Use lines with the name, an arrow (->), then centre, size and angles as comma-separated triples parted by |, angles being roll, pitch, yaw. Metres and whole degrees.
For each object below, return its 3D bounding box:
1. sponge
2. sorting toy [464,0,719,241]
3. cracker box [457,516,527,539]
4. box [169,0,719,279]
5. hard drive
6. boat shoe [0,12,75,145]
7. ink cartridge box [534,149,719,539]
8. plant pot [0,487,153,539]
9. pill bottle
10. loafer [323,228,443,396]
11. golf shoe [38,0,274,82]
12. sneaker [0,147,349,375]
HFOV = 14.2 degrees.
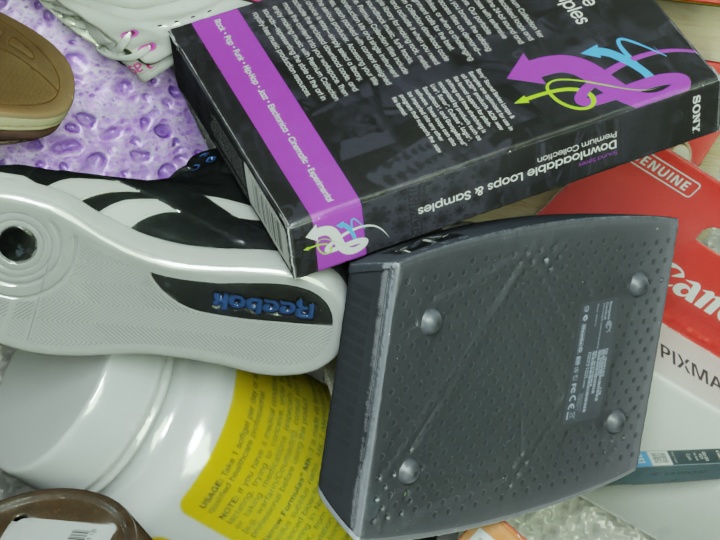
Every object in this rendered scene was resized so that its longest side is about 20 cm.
sponge -> -0.139, -0.076, 1.310 | 0.111, 0.030, 0.201 | -28, 106, -15
sorting toy -> 0.104, -0.116, 1.365 | 0.199, 0.070, 0.200 | 4, 96, -26
cracker box -> 0.047, 0.201, 1.340 | 0.058, 0.200, 0.134 | 39, 80, 22
box -> 0.035, -0.081, 1.234 | 0.199, 0.143, 0.036 | -20, 135, -13
hard drive -> 0.060, 0.040, 1.250 | 0.199, 0.042, 0.136 | -9, 112, -49
boat shoe -> -0.225, -0.077, 1.250 | 0.199, 0.072, 0.072 | 4, 139, -11
ink cartridge box -> 0.146, 0.041, 1.373 | 0.199, 0.045, 0.176 | 30, 129, -22
plant pot -> -0.118, 0.200, 1.246 | 0.186, 0.187, 0.201 | -22, 123, -16
pill bottle -> -0.061, 0.091, 1.308 | 0.199, 0.114, 0.115 | 32, 86, -29
loafer -> 0.000, 0.000, 1.306 | 0.075, 0.069, 0.201 | 1, 73, -41
golf shoe -> -0.104, -0.128, 1.259 | 0.199, 0.073, 0.093 | 0, 96, -25
sneaker -> -0.102, -0.016, 1.234 | 0.199, 0.112, 0.073 | 14, 117, -8
